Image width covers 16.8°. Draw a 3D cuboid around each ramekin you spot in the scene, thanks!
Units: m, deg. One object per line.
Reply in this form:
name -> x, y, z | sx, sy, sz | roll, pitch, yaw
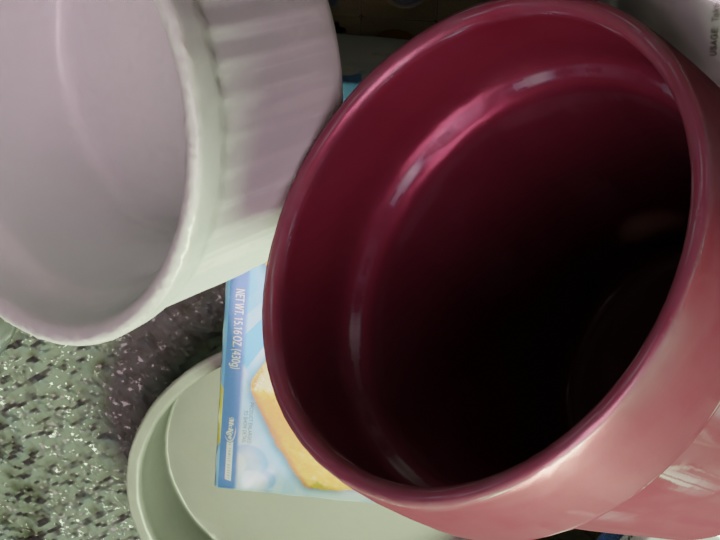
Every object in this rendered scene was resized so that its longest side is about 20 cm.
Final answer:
ramekin -> -0.099, -0.078, 0.993 | 0.200, 0.097, 0.202 | 18, 116, 41

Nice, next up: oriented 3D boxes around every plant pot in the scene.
plant pot -> 0.091, 0.020, 0.948 | 0.200, 0.201, 0.179 | -31, 142, 24

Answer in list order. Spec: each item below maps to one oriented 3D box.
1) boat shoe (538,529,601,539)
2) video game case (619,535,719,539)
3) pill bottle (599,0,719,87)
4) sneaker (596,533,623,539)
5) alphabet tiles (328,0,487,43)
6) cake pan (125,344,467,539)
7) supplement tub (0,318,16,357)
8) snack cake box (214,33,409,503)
boat shoe -> 0.112, 0.151, 1.213 | 0.066, 0.072, 0.202 | 3, 117, -30
video game case -> 0.187, 0.177, 1.094 | 0.199, 0.023, 0.182 | 19, 137, -12
pill bottle -> 0.166, -0.126, 0.979 | 0.199, 0.114, 0.114 | 0, 125, 3
sneaker -> 0.170, 0.160, 1.173 | 0.200, 0.079, 0.089 | 24, 112, -40
alphabet tiles -> 0.002, -0.153, 1.041 | 0.199, 0.008, 0.168 | 3, 125, 2
cake pan -> -0.015, 0.102, 1.203 | 0.199, 0.037, 0.201 | 2, 125, 3
supplement tub -> -0.234, 0.035, 1.122 | 0.122, 0.123, 0.200 | 28, 122, -14
snack cake box -> 0.000, 0.000, 1.081 | 0.114, 0.067, 0.201 | 6, 113, 3
